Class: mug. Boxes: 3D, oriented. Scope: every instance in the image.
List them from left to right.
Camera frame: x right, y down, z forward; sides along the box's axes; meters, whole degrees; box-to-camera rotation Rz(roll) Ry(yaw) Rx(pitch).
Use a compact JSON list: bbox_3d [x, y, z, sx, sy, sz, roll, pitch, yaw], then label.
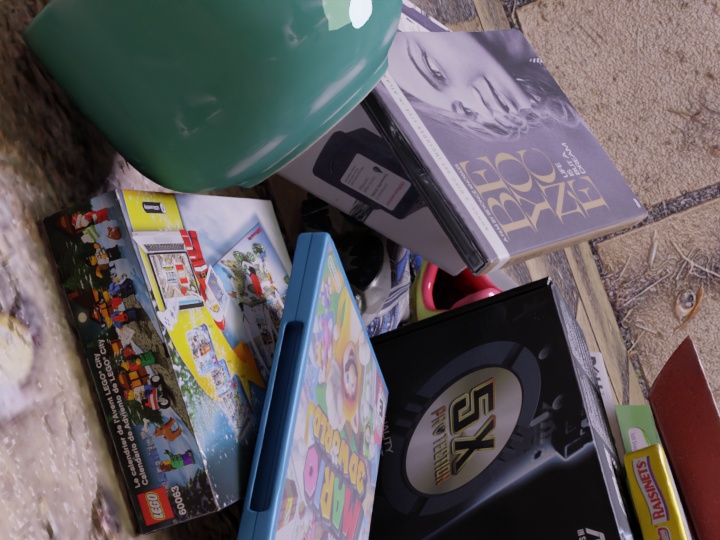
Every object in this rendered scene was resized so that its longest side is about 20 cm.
[{"bbox_3d":[-0.055,-0.113,0.615,0.115,0.152,0.185,49,16,-12],"label":"mug"}]

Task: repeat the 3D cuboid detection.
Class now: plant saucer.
[{"bbox_3d":[0.220,0.155,0.829,0.200,0.036,0.201,45,27,-71],"label":"plant saucer"}]

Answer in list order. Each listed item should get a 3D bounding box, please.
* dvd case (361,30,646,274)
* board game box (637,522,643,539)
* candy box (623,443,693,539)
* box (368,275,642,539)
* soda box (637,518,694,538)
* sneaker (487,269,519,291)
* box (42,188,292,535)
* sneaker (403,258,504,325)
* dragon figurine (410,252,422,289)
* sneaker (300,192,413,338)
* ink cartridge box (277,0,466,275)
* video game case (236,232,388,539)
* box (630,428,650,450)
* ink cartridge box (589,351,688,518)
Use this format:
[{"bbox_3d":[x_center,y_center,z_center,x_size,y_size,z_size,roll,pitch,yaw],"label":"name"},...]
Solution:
[{"bbox_3d":[0.081,-0.078,0.789,0.199,0.016,0.149,-15,69,-53],"label":"dvd case"},{"bbox_3d":[0.123,0.214,0.888,0.200,0.152,0.041,49,26,-53],"label":"board game box"},{"bbox_3d":[0.189,0.181,0.792,0.200,0.026,0.103,55,19,-59],"label":"candy box"},{"bbox_3d":[0.065,0.130,0.759,0.086,0.163,0.201,47,28,-57],"label":"box"},{"bbox_3d":[0.170,0.193,0.986,0.064,0.199,0.070,-87,154,-58],"label":"soda box"},{"bbox_3d":[0.065,0.024,1.104,0.200,0.105,0.075,45,4,30],"label":"sneaker"},{"bbox_3d":[-0.068,0.034,0.641,0.200,0.037,0.138,-4,76,-75],"label":"box"},{"bbox_3d":[0.076,0.059,0.871,0.091,0.078,0.201,98,-27,-43],"label":"sneaker"},{"bbox_3d":[0.046,0.042,1.007,0.099,0.058,0.202,26,46,-70],"label":"dragon figurine"},{"bbox_3d":[0.000,0.000,0.900,0.200,0.076,0.086,-71,150,-56],"label":"sneaker"},{"bbox_3d":[0.005,-0.108,0.843,0.199,0.084,0.145,29,35,-26],"label":"ink cartridge box"},{"bbox_3d":[-0.020,0.104,0.635,0.144,0.018,0.201,71,23,-50],"label":"video game case"},{"bbox_3d":[0.209,0.201,1.119,0.102,0.199,0.113,-85,151,-58],"label":"box"},{"bbox_3d":[0.125,0.112,0.929,0.104,0.198,0.060,-93,-174,-48],"label":"ink cartridge box"}]
